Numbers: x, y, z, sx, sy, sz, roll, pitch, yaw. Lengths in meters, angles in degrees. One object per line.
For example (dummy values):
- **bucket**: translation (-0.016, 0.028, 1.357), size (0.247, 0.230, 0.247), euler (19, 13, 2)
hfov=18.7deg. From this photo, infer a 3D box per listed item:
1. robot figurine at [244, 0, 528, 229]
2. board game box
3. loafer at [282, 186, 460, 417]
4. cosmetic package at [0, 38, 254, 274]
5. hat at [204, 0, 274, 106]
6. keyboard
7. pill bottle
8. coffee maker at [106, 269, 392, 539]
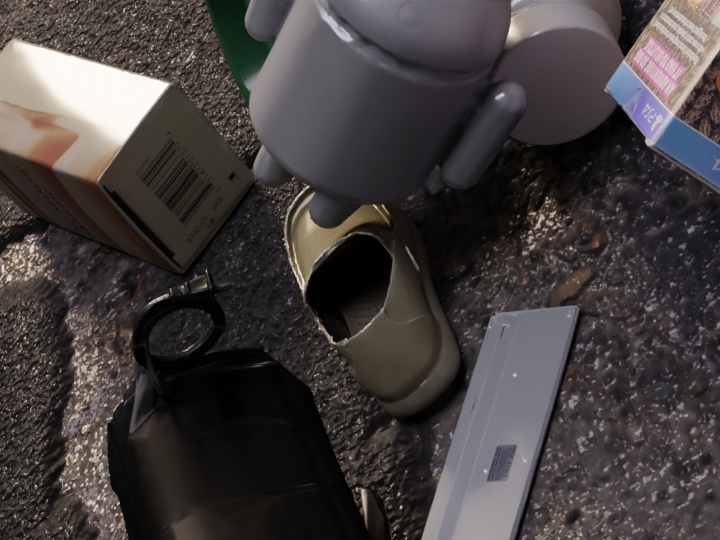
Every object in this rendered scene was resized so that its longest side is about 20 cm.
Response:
- **robot figurine**: translation (0.010, -0.117, 1.204), size (0.200, 0.169, 0.113), euler (-59, -6, 38)
- **board game box**: translation (0.224, -0.132, 1.079), size (0.200, 0.097, 0.160), euler (-56, 9, 12)
- **loafer**: translation (0.000, 0.000, 1.263), size (0.076, 0.068, 0.200), euler (-38, 39, 6)
- **cosmetic package**: translation (-0.177, -0.079, 1.464), size (0.200, 0.103, 0.087), euler (19, 68, 50)
- **hat**: translation (0.000, -0.188, 1.387), size (0.175, 0.200, 0.166), euler (-25, 63, -10)
- **keyboard**: translation (0.069, 0.103, 1.158), size (0.056, 0.011, 0.201), euler (-3, 54, 33)
- **pill bottle**: translation (0.091, -0.165, 1.301), size (0.112, 0.112, 0.200), euler (-32, 40, 13)
- **coffee maker**: translation (-0.058, 0.144, 1.081), size (0.134, 0.192, 0.200), euler (-31, 40, 2)
